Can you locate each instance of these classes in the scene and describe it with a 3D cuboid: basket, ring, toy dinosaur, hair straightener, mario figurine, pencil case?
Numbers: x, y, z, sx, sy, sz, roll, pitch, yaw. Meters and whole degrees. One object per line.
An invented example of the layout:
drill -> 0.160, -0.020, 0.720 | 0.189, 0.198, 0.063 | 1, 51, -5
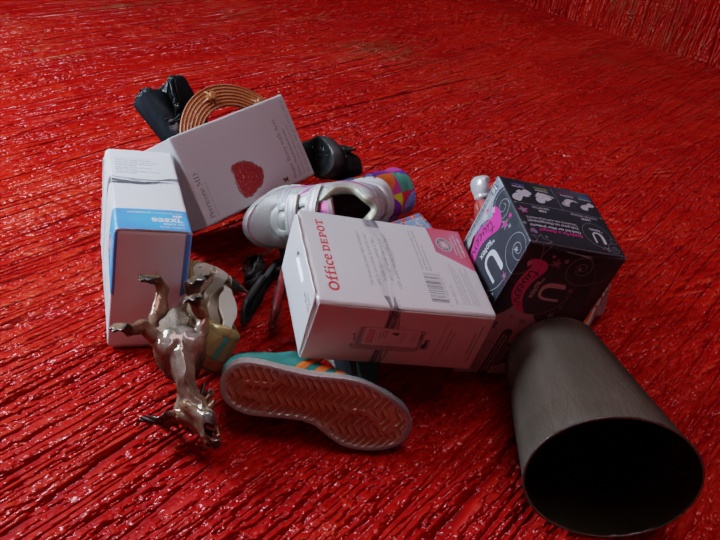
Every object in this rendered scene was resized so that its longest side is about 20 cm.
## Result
basket -> 0.222, 0.145, 0.867 | 0.178, 0.138, 0.201 | 12, 25, -12
ring -> -0.175, -0.188, 1.275 | 0.198, 0.019, 0.203 | 14, 63, -31
toy dinosaur -> -0.179, 0.082, 0.845 | 0.084, 0.137, 0.201 | -9, 25, 0
hair straightener -> -0.128, 0.007, 1.064 | 0.076, 0.041, 0.201 | 11, 29, -3
mario figurine -> 0.226, -0.078, 1.259 | 0.104, 0.125, 0.201 | -15, 36, 5
pencil case -> -0.007, -0.093, 1.241 | 0.198, 0.089, 0.088 | -22, 43, -41

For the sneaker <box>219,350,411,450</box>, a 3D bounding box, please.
sneaker -> -0.043, 0.121, 0.867 | 0.197, 0.072, 0.080 | 19, 13, -8

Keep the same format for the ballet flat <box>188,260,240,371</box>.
ballet flat -> -0.167, 0.034, 0.975 | 0.068, 0.063, 0.201 | 28, 22, -32

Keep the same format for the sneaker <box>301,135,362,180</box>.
sneaker -> -0.037, -0.163, 1.266 | 0.103, 0.061, 0.199 | 3, 6, -25

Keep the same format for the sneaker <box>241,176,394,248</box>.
sneaker -> -0.056, -0.074, 1.068 | 0.197, 0.083, 0.088 | -14, 6, 5

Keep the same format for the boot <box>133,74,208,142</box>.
boot -> -0.233, -0.226, 1.311 | 0.199, 0.076, 0.170 | -30, 88, -44

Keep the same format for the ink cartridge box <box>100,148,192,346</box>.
ink cartridge box -> -0.250, -0.031, 0.979 | 0.082, 0.147, 0.201 | 0, 31, -20

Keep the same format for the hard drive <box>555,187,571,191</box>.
hard drive -> 0.279, -0.059, 1.228 | 0.199, 0.033, 0.141 | -3, 59, -50

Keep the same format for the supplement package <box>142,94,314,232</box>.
supplement package -> -0.184, -0.137, 1.145 | 0.119, 0.123, 0.199 | -12, 15, 47

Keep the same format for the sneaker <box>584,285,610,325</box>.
sneaker -> 0.286, 0.029, 1.144 | 0.076, 0.079, 0.199 | 17, 28, 28

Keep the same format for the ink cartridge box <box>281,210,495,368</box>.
ink cartridge box -> 0.024, 0.020, 0.912 | 0.197, 0.083, 0.148 | 6, 39, -20

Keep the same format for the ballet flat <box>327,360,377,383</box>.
ballet flat -> -0.012, 0.067, 0.979 | 0.072, 0.074, 0.202 | 10, 45, -2

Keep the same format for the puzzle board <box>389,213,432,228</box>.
puzzle board -> 0.088, 0.013, 1.088 | 0.150, 0.017, 0.201 | -19, 62, -43

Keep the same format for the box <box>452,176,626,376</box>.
box -> 0.181, 0.015, 0.969 | 0.130, 0.202, 0.116 | 8, 38, -22
